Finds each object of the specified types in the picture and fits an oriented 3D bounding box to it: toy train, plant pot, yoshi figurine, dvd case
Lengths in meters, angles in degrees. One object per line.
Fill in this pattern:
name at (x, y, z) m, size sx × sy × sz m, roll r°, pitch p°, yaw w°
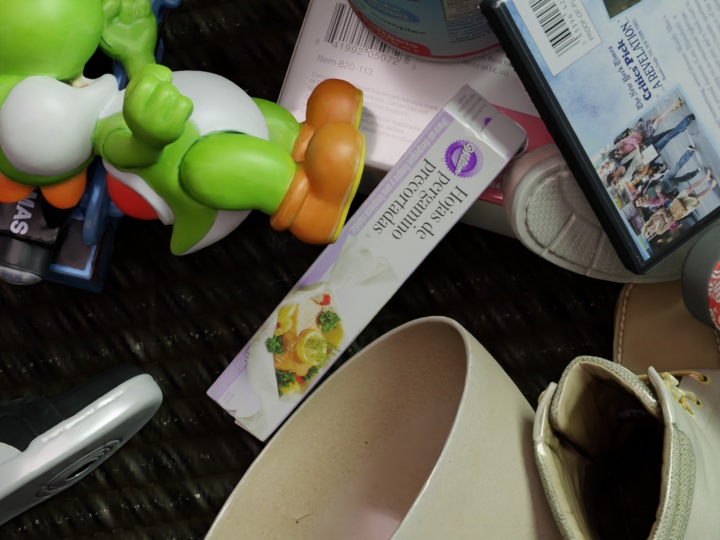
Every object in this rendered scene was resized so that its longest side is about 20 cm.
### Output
toy train at (-0.143, -0.087, 0.910) m, size 0.086 × 0.114 × 0.201 m, roll 14°, pitch 81°, yaw -2°
plant pot at (0.027, 0.141, 0.824) m, size 0.134 × 0.200 × 0.200 m, roll 40°, pitch 86°, yaw -17°
yoshi figurine at (-0.096, -0.084, 0.809) m, size 0.199 × 0.112 × 0.112 m, roll 12°, pitch 66°, yaw -7°
dvd case at (0.164, -0.111, 0.799) m, size 0.200 × 0.018 × 0.143 m, roll -36°, pitch 112°, yaw -10°

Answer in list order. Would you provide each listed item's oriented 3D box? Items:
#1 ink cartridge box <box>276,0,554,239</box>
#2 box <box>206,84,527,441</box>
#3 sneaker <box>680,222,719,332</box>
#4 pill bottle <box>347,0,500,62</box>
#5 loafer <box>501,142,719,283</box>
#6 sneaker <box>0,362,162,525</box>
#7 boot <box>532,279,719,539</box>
ink cartridge box at (0.057, -0.130, 0.910) m, size 0.146 × 0.083 × 0.200 m, roll 17°, pitch 82°, yaw 10°
box at (0.000, 0.000, 0.863) m, size 0.039 × 0.041 × 0.200 m, roll 40°, pitch 117°, yaw -1°
sneaker at (0.251, -0.008, 0.809) m, size 0.201 × 0.067 × 0.108 m, roll -24°, pitch 32°, yaw -20°
pill bottle at (0.032, -0.166, 0.774) m, size 0.108 × 0.200 × 0.109 m, roll -1°, pitch 79°, yaw 7°
loafer at (0.153, -0.038, 0.862) m, size 0.199 × 0.063 × 0.072 m, roll 0°, pitch 122°, yaw -20°
sneaker at (-0.206, 0.076, 0.907) m, size 0.200 × 0.073 × 0.112 m, roll -33°, pitch 79°, yaw 1°
boot at (0.128, 0.063, 0.813) m, size 0.072 × 0.155 × 0.200 m, roll -14°, pitch 59°, yaw 23°
